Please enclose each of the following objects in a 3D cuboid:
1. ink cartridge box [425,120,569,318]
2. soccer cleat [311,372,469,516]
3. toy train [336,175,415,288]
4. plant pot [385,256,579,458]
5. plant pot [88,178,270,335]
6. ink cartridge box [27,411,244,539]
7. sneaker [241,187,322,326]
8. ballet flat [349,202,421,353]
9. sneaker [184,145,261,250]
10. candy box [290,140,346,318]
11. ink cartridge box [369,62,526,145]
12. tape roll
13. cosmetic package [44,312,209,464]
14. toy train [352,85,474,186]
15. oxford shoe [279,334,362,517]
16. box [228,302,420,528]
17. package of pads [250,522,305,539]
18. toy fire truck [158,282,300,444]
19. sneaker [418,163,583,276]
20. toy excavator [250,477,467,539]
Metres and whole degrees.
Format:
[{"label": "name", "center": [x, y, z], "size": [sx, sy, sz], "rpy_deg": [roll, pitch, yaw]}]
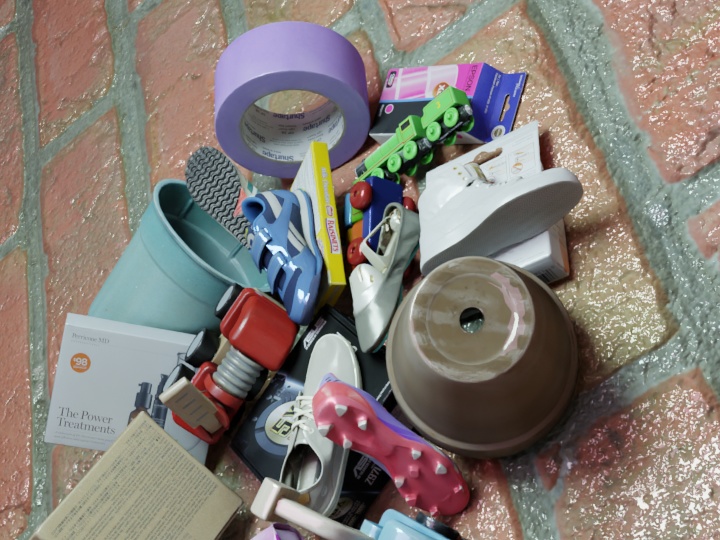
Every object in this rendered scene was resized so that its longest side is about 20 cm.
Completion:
[{"label": "ink cartridge box", "center": [0.148, -0.054, 1.308], "size": [0.161, 0.050, 0.202], "rpy_deg": [-24, 43, 29]}, {"label": "soccer cleat", "center": [0.033, 0.175, 1.178], "size": [0.067, 0.199, 0.077], "rpy_deg": [-47, 19, 21]}, {"label": "toy train", "center": [0.000, 0.000, 1.380], "size": [0.115, 0.084, 0.203], "rpy_deg": [-22, 60, 49]}, {"label": "plant pot", "center": [0.113, 0.069, 1.117], "size": [0.197, 0.174, 0.203], "rpy_deg": [-2, 74, 8]}, {"label": "plant pot", "center": [-0.237, 0.024, 1.491], "size": [0.196, 0.199, 0.201], "rpy_deg": [-48, 45, 18]}, {"label": "ink cartridge box", "center": [-0.253, 0.288, 1.306], "size": [0.075, 0.165, 0.200], "rpy_deg": [-44, 5, 46]}, {"label": "sneaker", "center": [-0.093, -0.016, 1.353], "size": [0.202, 0.081, 0.075], "rpy_deg": [-106, 29, -43]}, {"label": "ballet flat", "center": [0.019, 0.003, 1.275], "size": [0.067, 0.063, 0.201], "rpy_deg": [-41, 19, 46]}, {"label": "sneaker", "center": [-0.150, -0.074, 1.497], "size": [0.070, 0.093, 0.200], "rpy_deg": [-44, 69, -3]}, {"label": "candy box", "center": [-0.053, -0.045, 1.406], "size": [0.102, 0.026, 0.203], "rpy_deg": [125, 144, -52]}, {"label": "ink cartridge box", "center": [0.104, -0.204, 1.427], "size": [0.198, 0.037, 0.096], "rpy_deg": [5, 71, 40]}, {"label": "tape roll", "center": [-0.088, -0.213, 1.476], "size": [0.198, 0.199, 0.086], "rpy_deg": [-25, 51, 27]}, {"label": "cosmetic package", "center": [-0.271, 0.146, 1.408], "size": [0.052, 0.197, 0.153], "rpy_deg": [-132, 54, -73]}, {"label": "toy train", "center": [0.059, -0.151, 1.400], "size": [0.199, 0.041, 0.057], "rpy_deg": [-36, 58, 37]}, {"label": "oxford shoe", "center": [-0.044, 0.157, 1.213], "size": [0.074, 0.058, 0.203], "rpy_deg": [-11, 59, 38]}, {"label": "box", "center": [-0.029, 0.168, 1.295], "size": [0.201, 0.086, 0.163], "rpy_deg": [-55, 44, 2]}, {"label": "package of pads", "center": [-0.133, 0.380, 1.273], "size": [0.199, 0.075, 0.121], "rpy_deg": [-38, 49, 18]}, {"label": "toy fire truck", "center": [-0.152, 0.111, 1.293], "size": [0.177, 0.128, 0.200], "rpy_deg": [-55, 16, 2]}, {"label": "sneaker", "center": [0.140, -0.083, 1.242], "size": [0.198, 0.073, 0.117], "rpy_deg": [-28, 47, 28]}, {"label": "toy excavator", "center": [0.014, 0.268, 1.121], "size": [0.193, 0.199, 0.101], "rpy_deg": [20, 79, 44]}]
